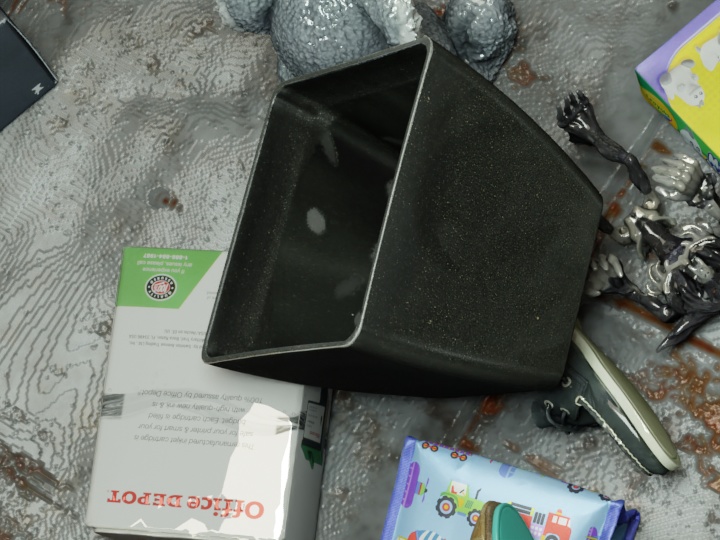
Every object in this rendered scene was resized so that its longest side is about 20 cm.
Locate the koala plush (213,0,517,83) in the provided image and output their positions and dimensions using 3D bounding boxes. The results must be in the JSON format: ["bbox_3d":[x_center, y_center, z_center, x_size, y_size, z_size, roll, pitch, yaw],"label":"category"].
[{"bbox_3d":[-0.005,-0.157,1.765,0.176,0.200,0.185,13,74,18],"label":"koala plush"}]

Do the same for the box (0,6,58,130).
[{"bbox_3d":[-0.370,-0.165,1.906,0.200,0.124,0.197,-40,68,-3],"label":"box"}]

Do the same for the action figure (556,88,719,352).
[{"bbox_3d":[0.192,-0.026,1.720,0.200,0.102,0.119,41,98,24],"label":"action figure"}]

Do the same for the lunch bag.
[{"bbox_3d":[0.079,0.228,1.669,0.150,0.094,0.201,16,84,17],"label":"lunch bag"}]

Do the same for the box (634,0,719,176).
[{"bbox_3d":[0.294,-0.100,1.753,0.117,0.048,0.200,-40,67,-2],"label":"box"}]

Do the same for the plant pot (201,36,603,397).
[{"bbox_3d":[0.039,-0.013,1.653,0.199,0.177,0.201,-10,63,57],"label":"plant pot"}]

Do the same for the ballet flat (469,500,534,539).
[{"bbox_3d":[0.100,0.246,1.605,0.072,0.068,0.201,-26,91,33],"label":"ballet flat"}]

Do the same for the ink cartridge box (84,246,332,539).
[{"bbox_3d":[-0.098,0.092,1.753,0.145,0.084,0.201,3,76,16],"label":"ink cartridge box"}]

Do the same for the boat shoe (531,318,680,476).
[{"bbox_3d":[0.136,0.075,1.711,0.066,0.074,0.200,-42,62,7],"label":"boat shoe"}]
